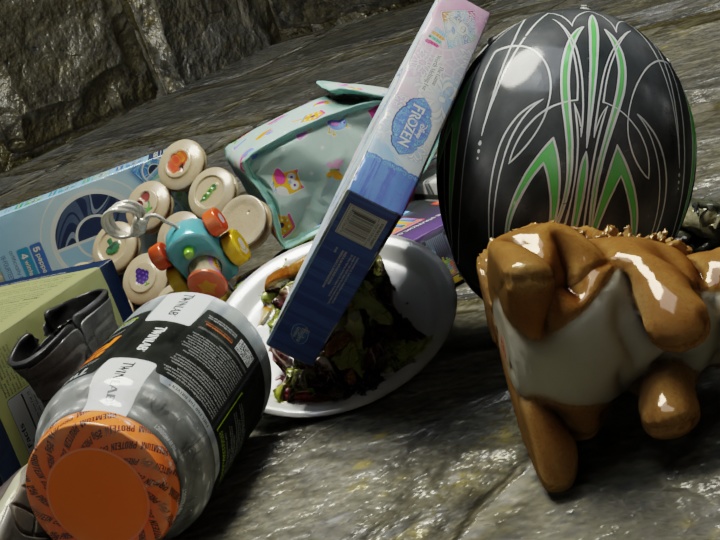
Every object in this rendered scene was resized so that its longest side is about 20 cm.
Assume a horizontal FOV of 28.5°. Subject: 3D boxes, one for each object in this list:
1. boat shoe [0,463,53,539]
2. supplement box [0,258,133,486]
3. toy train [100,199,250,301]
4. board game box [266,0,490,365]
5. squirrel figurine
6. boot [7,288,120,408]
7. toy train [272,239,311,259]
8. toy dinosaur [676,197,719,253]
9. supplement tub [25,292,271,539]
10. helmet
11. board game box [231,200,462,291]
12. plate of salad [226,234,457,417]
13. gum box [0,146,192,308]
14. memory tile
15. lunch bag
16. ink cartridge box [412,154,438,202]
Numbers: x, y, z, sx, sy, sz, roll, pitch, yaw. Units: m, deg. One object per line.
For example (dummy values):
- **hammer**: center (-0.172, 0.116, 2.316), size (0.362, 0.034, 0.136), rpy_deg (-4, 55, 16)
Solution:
- **boat shoe**: center (-0.236, 0.180, 0.898), size (0.073, 0.075, 0.200), rpy_deg (-16, 14, 13)
- **supplement box**: center (-0.303, 0.103, 1.136), size (0.198, 0.135, 0.200), rpy_deg (-11, 17, 31)
- **toy train**: center (-0.163, 0.037, 1.190), size (0.149, 0.201, 0.056), rpy_deg (0, 39, -13)
- **board game box**: center (0.011, -0.063, 0.998), size (0.200, 0.043, 0.200), rpy_deg (-67, 5, -36)
- **squirrel figurine**: center (0.170, 0.017, 0.832), size (0.185, 0.143, 0.200), rpy_deg (-14, 17, -1)
- **boot**: center (-0.178, 0.070, 1.095), size (0.069, 0.133, 0.200), rpy_deg (-13, 16, 27)
- **toy train**: center (-0.023, -0.034, 1.433), size (0.034, 0.046, 0.199), rpy_deg (-5, 21, 44)
- **toy dinosaur**: center (0.242, -0.038, 1.110), size (0.087, 0.048, 0.200), rpy_deg (-18, 11, -8)
- **supplement tub**: center (-0.139, 0.102, 0.950), size (0.121, 0.124, 0.200), rpy_deg (-15, 15, 17)
- **helmet**: center (0.143, -0.076, 0.991), size (0.199, 0.201, 0.191), rpy_deg (-26, -27, -21)
- **board game box**: center (0.000, 0.000, 1.263), size (0.199, 0.057, 0.165), rpy_deg (-28, 15, -25)
- **plate of salad**: center (-0.024, 0.031, 1.090), size (0.198, 0.048, 0.201), rpy_deg (-10, 40, 9)
- **gum box**: center (-0.240, -0.006, 1.373), size (0.198, 0.171, 0.045), rpy_deg (-20, 14, -3)
- **memory tile**: center (-0.181, -0.012, 1.298), size (0.153, 0.017, 0.200), rpy_deg (42, 94, 30)
- **lunch bag**: center (-0.021, -0.119, 1.383), size (0.199, 0.123, 0.170), rpy_deg (-29, 13, -4)
- **ink cartridge box**: center (0.116, -0.077, 1.352), size (0.115, 0.068, 0.200), rpy_deg (-26, 14, -21)
